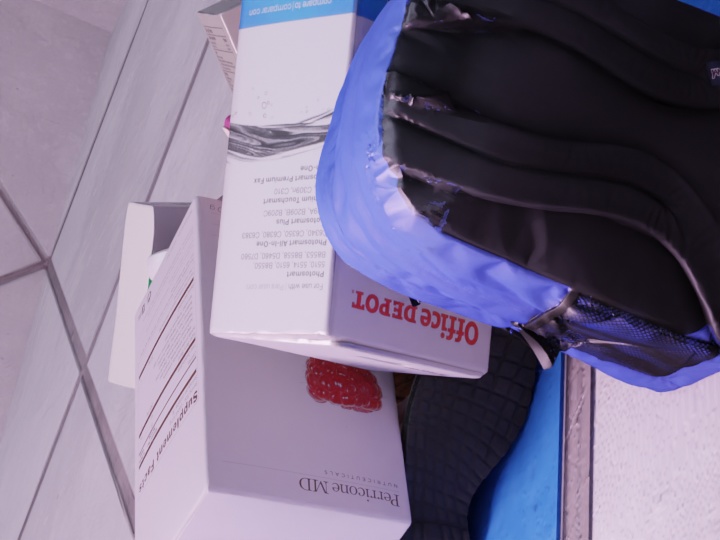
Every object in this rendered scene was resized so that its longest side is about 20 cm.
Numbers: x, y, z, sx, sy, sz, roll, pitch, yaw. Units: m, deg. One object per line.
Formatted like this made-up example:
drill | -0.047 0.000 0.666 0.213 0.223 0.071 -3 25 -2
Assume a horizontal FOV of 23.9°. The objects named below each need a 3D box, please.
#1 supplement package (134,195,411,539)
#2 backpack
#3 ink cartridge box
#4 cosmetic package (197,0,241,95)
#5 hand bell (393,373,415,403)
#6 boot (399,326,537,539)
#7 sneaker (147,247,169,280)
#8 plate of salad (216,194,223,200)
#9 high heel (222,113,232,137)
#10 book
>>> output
supplement package | -0.055 0.080 0.965 0.120 0.120 0.202 124 150 -43
backpack | 0.079 -0.040 0.769 0.168 0.198 0.164 143 143 -61
ink cartridge box | 0.005 -0.054 0.870 0.084 0.145 0.203 0 80 37
cosmetic package | -0.046 -0.116 1.283 0.202 0.072 0.103 68 170 -15
hand bell | 0.023 0.068 1.065 0.200 0.104 0.105 -42 29 35
boot | 0.030 0.105 0.986 0.130 0.067 0.202 -166 94 -72
sneaker | -0.075 0.035 1.241 0.072 0.199 0.086 -19 65 34
plate of salad | -0.056 0.039 1.180 0.048 0.200 0.202 -4 61 37
high heel | 0.023 -0.066 0.981 0.097 0.198 0.067 -62 -2 0
book | -0.112 0.014 1.311 0.048 0.199 0.135 11 99 33
